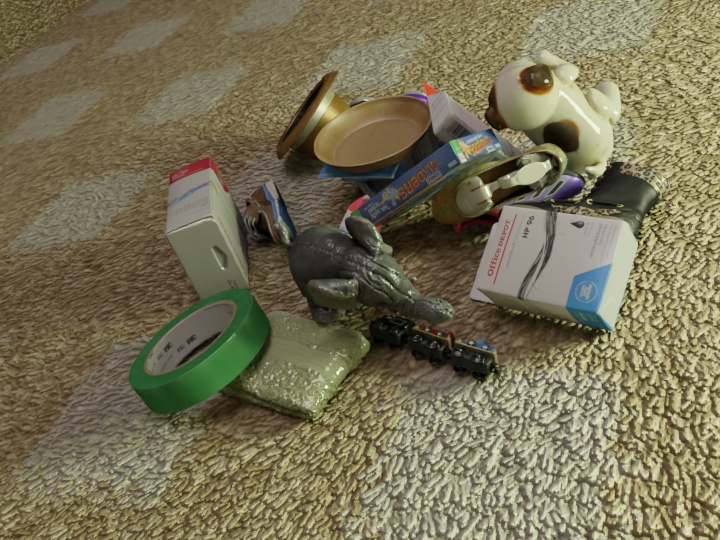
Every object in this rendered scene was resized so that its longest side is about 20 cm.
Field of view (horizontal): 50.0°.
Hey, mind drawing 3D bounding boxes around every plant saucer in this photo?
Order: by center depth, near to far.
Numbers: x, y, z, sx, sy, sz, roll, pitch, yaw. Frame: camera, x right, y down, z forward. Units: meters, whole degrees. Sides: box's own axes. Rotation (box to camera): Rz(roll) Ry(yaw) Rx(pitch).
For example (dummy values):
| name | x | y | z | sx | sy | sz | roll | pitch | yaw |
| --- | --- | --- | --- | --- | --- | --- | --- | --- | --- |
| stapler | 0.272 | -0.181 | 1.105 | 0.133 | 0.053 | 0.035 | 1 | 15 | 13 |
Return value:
| name | x | y | z | sx | sy | sz | roll | pitch | yaw |
| --- | --- | --- | --- | --- | --- | --- | --- | --- | --- |
| plant saucer | 0.023 | -0.212 | 1.237 | 0.198 | 0.036 | 0.201 | -14 | 38 | 11 |

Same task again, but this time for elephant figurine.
| name | x | y | z | sx | sy | sz | roll | pitch | yaw |
| --- | --- | --- | --- | --- | --- | --- | --- | --- | --- |
| elephant figurine | 0.000 | 0.000 | 0.965 | 0.153 | 0.143 | 0.199 | -9 | 5 | -25 |

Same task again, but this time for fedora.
| name | x | y | z | sx | sy | sz | roll | pitch | yaw |
| --- | --- | --- | --- | --- | --- | --- | --- | --- | --- |
| fedora | -0.080 | -0.278 | 1.460 | 0.201 | 0.081 | 0.201 | -50 | 17 | 21 |

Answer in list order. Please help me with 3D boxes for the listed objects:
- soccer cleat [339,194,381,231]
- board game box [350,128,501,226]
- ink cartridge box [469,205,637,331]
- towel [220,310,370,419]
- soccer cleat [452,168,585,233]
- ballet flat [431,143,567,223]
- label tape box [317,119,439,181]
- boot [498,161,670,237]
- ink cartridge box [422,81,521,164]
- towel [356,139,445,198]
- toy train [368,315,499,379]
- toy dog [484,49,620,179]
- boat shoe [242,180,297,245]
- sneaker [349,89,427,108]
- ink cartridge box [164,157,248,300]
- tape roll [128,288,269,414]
| name | x | y | z | sx | sy | sz | roll | pitch | yaw |
| --- | --- | --- | --- | --- | --- | --- | --- | --- | --- |
| soccer cleat | -0.009 | -0.028 | 1.154 | 0.076 | 0.066 | 0.201 | -41 | 28 | 41 |
| board game box | 0.093 | -0.129 | 1.112 | 0.199 | 0.035 | 0.135 | -33 | -4 | 39 |
| ink cartridge box | 0.221 | -0.009 | 0.949 | 0.198 | 0.068 | 0.117 | 11 | 76 | 38 |
| towel | -0.097 | 0.118 | 1.021 | 0.198 | 0.037 | 0.149 | 12 | 49 | 39 |
| soccer cleat | 0.226 | -0.099 | 1.118 | 0.197 | 0.068 | 0.074 | -6 | 64 | 12 |
| ballet flat | 0.189 | -0.117 | 1.058 | 0.198 | 0.071 | 0.071 | -22 | 35 | 10 |
| label tape box | 0.035 | -0.194 | 1.292 | 0.142 | 0.067 | 0.201 | 2 | 45 | 30 |
| boot | 0.302 | -0.085 | 1.041 | 0.150 | 0.074 | 0.199 | -40 | 30 | -31 |
| ink cartridge box | 0.179 | -0.233 | 1.225 | 0.057 | 0.162 | 0.201 | -44 | 26 | 31 |
| towel | 0.090 | -0.175 | 1.312 | 0.198 | 0.024 | 0.147 | -25 | 36 | -4 |
| toy train | 0.093 | 0.091 | 0.959 | 0.199 | 0.034 | 0.046 | 15 | 37 | 42 |
| toy dog | 0.267 | -0.226 | 1.122 | 0.139 | 0.199 | 0.196 | -31 | 46 | 43 |
| boat shoe | -0.155 | -0.084 | 1.295 | 0.072 | 0.073 | 0.200 | -27 | 25 | 1 |
| sneaker | 0.049 | -0.273 | 1.432 | 0.198 | 0.070 | 0.100 | 2 | 48 | 36 |
| ink cartridge box | -0.246 | -0.068 | 1.247 | 0.085 | 0.149 | 0.201 | -19 | 34 | 4 |
| tape roll | -0.219 | 0.106 | 1.052 | 0.199 | 0.048 | 0.201 | -27 | 25 | 14 |
